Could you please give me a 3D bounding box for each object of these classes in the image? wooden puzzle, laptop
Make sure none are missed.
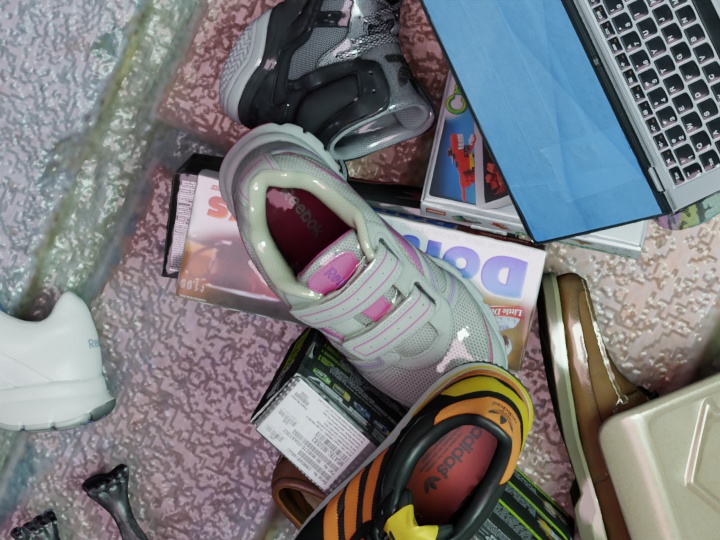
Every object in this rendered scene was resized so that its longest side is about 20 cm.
[{"bbox_3d":[0.250,0.134,1.617,0.199,0.046,0.186,-21,99,-6],"label":"wooden puzzle"},{"bbox_3d":[0.148,-0.131,1.508,0.199,0.116,0.188,-25,81,5],"label":"laptop"}]

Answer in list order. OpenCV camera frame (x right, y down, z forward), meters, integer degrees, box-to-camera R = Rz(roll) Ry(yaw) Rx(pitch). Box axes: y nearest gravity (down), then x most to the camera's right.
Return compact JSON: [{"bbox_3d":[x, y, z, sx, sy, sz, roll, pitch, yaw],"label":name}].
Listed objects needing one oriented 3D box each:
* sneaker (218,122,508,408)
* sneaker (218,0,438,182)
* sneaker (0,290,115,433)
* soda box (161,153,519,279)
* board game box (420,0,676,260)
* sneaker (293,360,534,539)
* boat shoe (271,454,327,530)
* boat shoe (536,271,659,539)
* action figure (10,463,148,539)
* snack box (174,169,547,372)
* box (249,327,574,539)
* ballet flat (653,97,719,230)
[{"bbox_3d":[-0.003,0.009,1.529,0.200,0.088,0.081,42,100,-2],"label":"sneaker"},{"bbox_3d":[0.011,-0.140,1.586,0.114,0.075,0.200,44,110,29],"label":"sneaker"},{"bbox_3d":[-0.246,0.057,1.681,0.199,0.075,0.088,-5,89,0],"label":"sneaker"},{"bbox_3d":[-0.010,-0.018,1.633,0.199,0.071,0.064,9,103,4],"label":"soda box"},{"bbox_3d":[0.114,-0.116,1.585,0.126,0.035,0.201,12,80,3],"label":"board game box"},{"bbox_3d":[0.014,0.136,1.454,0.070,0.090,0.200,37,101,-2],"label":"sneaker"},{"bbox_3d":[0.023,0.176,1.660,0.200,0.068,0.072,45,125,-2],"label":"boat shoe"},{"bbox_3d":[0.148,0.090,1.645,0.068,0.072,0.201,-12,109,3],"label":"boat shoe"},{"bbox_3d":[-0.127,0.223,1.677,0.119,0.102,0.201,-30,95,-1],"label":"action figure"},{"bbox_3d":[0.000,0.000,1.585,0.199,0.024,0.072,12,100,3],"label":"snack box"},{"bbox_3d":[0.034,0.114,1.593,0.200,0.193,0.048,42,100,-4],"label":"box"},{"bbox_3d":[0.225,-0.107,1.590,0.200,0.071,0.069,-43,62,11],"label":"ballet flat"}]
